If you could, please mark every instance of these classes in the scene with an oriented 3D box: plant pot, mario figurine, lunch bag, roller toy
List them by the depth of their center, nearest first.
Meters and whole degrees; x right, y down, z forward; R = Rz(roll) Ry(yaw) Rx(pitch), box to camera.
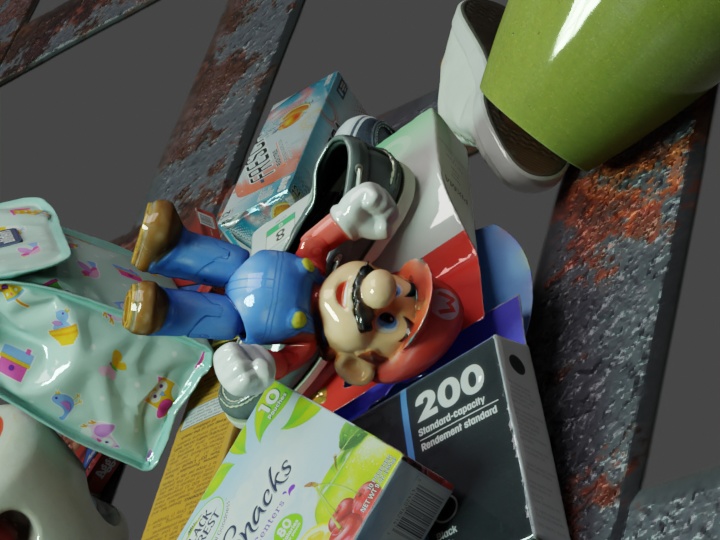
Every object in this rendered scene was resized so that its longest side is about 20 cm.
[{"bbox_3d":[-0.034,0.009,1.393,0.106,0.200,0.124,-117,38,-73],"label":"mario figurine"},{"bbox_3d":[0.175,-0.170,1.543,0.200,0.187,0.187,-53,26,11],"label":"plant pot"},{"bbox_3d":[-0.219,0.030,1.617,0.122,0.200,0.170,-61,22,10],"label":"lunch bag"},{"bbox_3d":[-0.259,0.199,1.628,0.182,0.140,0.200,-23,23,35],"label":"roller toy"}]

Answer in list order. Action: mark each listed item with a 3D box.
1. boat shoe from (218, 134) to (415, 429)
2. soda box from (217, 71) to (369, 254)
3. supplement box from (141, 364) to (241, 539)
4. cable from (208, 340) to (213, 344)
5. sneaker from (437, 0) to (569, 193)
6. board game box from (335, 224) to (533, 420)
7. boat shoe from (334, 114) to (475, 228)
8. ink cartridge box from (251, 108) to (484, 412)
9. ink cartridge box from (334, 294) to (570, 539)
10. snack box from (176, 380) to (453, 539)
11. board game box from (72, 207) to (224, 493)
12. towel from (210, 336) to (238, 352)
[{"bbox_3d":[-0.041,0.004,1.491,0.073,0.062,0.200,25,81,46],"label":"boat shoe"},{"bbox_3d":[-0.042,-0.066,1.722,0.064,0.068,0.200,-26,21,23],"label":"soda box"},{"bbox_3d":[-0.090,0.142,1.560,0.069,0.067,0.200,-25,32,33],"label":"supplement box"},{"bbox_3d":[-0.099,0.031,1.738,0.097,0.050,0.200,-45,25,-18],"label":"cable"},{"bbox_3d":[0.100,-0.104,1.667,0.200,0.073,0.085,-102,27,-50],"label":"sneaker"},{"bbox_3d":[0.038,0.057,1.521,0.200,0.039,0.158,-17,45,34],"label":"board game box"},{"bbox_3d":[0.034,-0.050,1.664,0.091,0.071,0.200,-29,37,24],"label":"boat shoe"},{"bbox_3d":[0.000,0.000,1.524,0.161,0.050,0.200,-34,26,20],"label":"ink cartridge box"},{"bbox_3d":[0.022,0.125,1.410,0.198,0.043,0.200,-32,43,24],"label":"ink cartridge box"},{"bbox_3d":[-0.050,0.178,1.367,0.142,0.053,0.200,25,83,53],"label":"snack box"},{"bbox_3d":[-0.157,0.059,1.737,0.200,0.019,0.103,-56,27,22],"label":"board game box"},{"bbox_3d":[-0.058,0.000,1.709,0.086,0.018,0.200,-13,27,11],"label":"towel"}]
